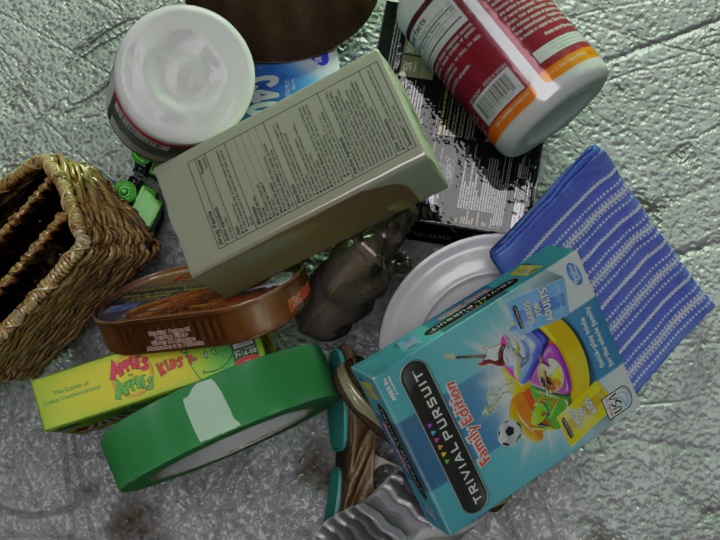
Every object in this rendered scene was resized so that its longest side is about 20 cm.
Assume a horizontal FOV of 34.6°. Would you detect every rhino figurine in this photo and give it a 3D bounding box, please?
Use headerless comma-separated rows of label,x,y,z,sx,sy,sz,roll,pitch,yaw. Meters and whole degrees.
rhino figurine,0.000,0.000,0.977,0.087,0.200,0.060,-36,81,-34

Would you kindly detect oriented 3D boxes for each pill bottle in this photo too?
pill bottle,-0.159,-0.150,0.985,0.111,0.200,0.111,0,89,-15
pill bottle,0.104,-0.203,0.969,0.113,0.113,0.200,-36,80,-3

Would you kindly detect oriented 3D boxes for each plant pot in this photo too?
plant pot,-0.081,-0.321,1.018,0.187,0.200,0.187,-2,57,3

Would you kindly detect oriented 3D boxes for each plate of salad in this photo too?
plate of salad,0.115,0.061,1.025,0.200,0.048,0.200,-2,109,-5

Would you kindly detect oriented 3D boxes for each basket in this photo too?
basket,-0.305,-0.006,1.012,0.200,0.149,0.143,-44,80,13

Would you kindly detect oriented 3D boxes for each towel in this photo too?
towel,0.212,0.008,0.999,0.145,0.024,0.200,-45,109,-15

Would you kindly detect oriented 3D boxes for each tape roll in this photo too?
tape roll,-0.115,0.125,0.970,0.200,0.200,0.048,-25,79,0

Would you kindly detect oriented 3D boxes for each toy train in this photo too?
toy train,-0.186,-0.111,1.099,0.056,0.042,0.200,25,83,-2

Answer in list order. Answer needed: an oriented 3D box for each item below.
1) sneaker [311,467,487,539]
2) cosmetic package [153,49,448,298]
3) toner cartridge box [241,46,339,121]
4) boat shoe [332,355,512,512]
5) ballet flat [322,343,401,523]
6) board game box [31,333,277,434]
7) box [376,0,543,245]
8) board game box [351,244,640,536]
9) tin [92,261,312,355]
sneaker,0.024,0.224,0.979,0.075,0.200,0.082,49,131,29
cosmetic package,-0.046,-0.071,0.889,0.200,0.071,0.105,-25,68,10
toner cartridge box,-0.060,-0.146,1.029,0.095,0.043,0.200,-8,36,0
boat shoe,0.068,0.122,0.982,0.202,0.075,0.075,37,103,-26
ballet flat,0.005,0.167,1.029,0.072,0.068,0.200,4,80,-16
board game box,-0.176,0.093,1.030,0.200,0.102,0.048,-18,80,1
box,0.086,-0.127,1.057,0.164,0.086,0.200,9,81,5
board game box,0.114,0.094,0.935,0.200,0.047,0.151,-31,107,-16
tin,-0.133,0.028,0.979,0.200,0.112,0.042,-7,116,28
